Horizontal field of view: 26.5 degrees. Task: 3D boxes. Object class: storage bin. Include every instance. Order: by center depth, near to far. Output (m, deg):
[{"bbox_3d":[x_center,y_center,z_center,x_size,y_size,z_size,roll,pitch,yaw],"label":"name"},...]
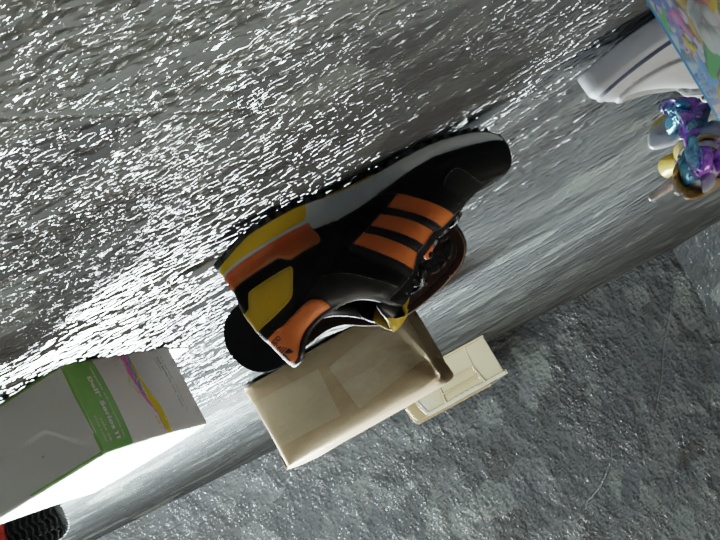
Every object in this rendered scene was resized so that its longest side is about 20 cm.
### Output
[{"bbox_3d":[0.179,0.229,3.134,0.198,0.094,0.200,-28,173,-8],"label":"storage bin"}]

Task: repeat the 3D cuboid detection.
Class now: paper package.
[{"bbox_3d":[-0.007,0.128,1.723,0.200,0.104,0.191,-31,172,6],"label":"paper package"}]

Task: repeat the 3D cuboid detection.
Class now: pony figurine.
[{"bbox_3d":[0.321,-0.113,1.244,0.193,0.167,0.200,-23,-170,13],"label":"pony figurine"}]

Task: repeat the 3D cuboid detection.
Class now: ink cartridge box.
[{"bbox_3d":[-0.188,0.112,1.067,0.117,0.067,0.200,-31,172,17],"label":"ink cartridge box"}]

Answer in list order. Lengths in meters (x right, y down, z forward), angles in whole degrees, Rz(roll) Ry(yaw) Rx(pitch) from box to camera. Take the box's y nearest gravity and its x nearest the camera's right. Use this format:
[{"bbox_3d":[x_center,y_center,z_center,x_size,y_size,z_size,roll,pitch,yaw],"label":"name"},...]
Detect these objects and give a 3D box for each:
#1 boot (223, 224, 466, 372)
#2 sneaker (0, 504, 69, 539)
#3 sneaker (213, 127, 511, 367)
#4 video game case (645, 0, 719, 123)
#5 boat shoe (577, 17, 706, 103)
[{"bbox_3d":[0.000,0.000,1.067,0.200,0.075,0.097,-25,-172,30],"label":"boot"},{"bbox_3d":[-0.386,0.292,1.529,0.093,0.070,0.200,-42,169,38],"label":"sneaker"},{"bbox_3d":[0.016,-0.012,0.908,0.200,0.090,0.070,-25,172,-24],"label":"sneaker"},{"bbox_3d":[0.177,-0.076,0.648,0.018,0.200,0.143,-29,173,-4],"label":"video game case"},{"bbox_3d":[0.226,-0.137,0.939,0.200,0.065,0.074,-26,172,-21],"label":"boat shoe"}]
